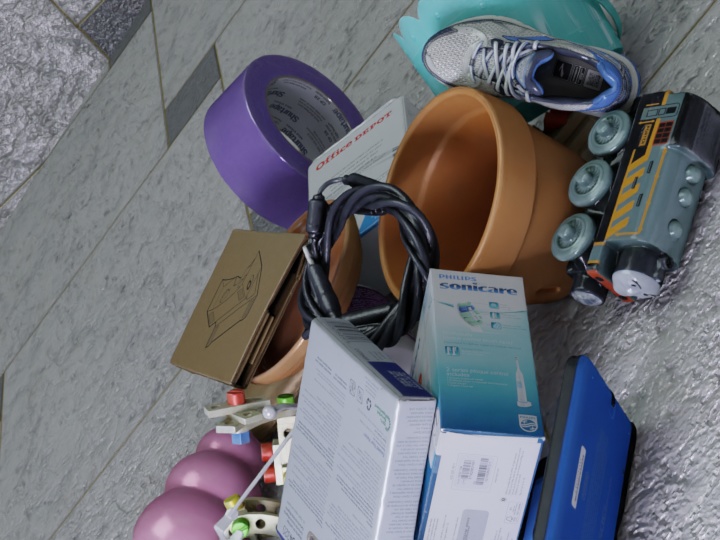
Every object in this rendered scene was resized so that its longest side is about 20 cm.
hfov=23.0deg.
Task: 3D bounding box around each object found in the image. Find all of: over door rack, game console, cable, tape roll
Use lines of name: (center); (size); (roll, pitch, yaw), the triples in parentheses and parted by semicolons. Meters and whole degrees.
over door rack: (-0.037, 0.187, 1.590); (0.147, 0.067, 0.201); (28, 86, 37)
game console: (0.136, 0.191, 1.353); (0.118, 0.171, 0.201); (-6, 51, 29)
cable: (0.000, 0.000, 1.575); (0.200, 0.051, 0.164); (25, 97, 53)
tape roll: (-0.082, -0.151, 2.094); (0.085, 0.199, 0.201); (-42, 28, 34)

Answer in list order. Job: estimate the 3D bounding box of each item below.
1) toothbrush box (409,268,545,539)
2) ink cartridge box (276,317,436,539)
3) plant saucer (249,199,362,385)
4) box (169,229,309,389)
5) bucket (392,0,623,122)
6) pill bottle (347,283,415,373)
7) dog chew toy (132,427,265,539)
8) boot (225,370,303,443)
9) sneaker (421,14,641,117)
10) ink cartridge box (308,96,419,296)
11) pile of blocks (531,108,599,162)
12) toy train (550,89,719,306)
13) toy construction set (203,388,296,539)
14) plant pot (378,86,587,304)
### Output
toothbrush box: (0.089, 0.117, 1.449); (0.201, 0.085, 0.147); (-90, 7, -51)
ink cartridge box: (-0.006, 0.164, 1.454); (0.196, 0.043, 0.201); (-141, 57, -62)
plant saucer: (-0.057, 0.026, 1.751); (0.200, 0.037, 0.201); (-45, 28, 32)
box: (-0.123, 0.035, 1.803); (0.164, 0.021, 0.200); (-65, 22, -8)
bucket: (0.146, -0.222, 1.703); (0.206, 0.135, 0.207); (-31, -5, -3)
pill bottle: (-0.003, 0.080, 1.766); (0.113, 0.112, 0.200); (-54, 24, 10)
dog chew toy: (-0.162, 0.250, 1.879); (0.124, 0.124, 0.201); (-31, 28, 47)
boot: (-0.081, 0.080, 1.986); (0.200, 0.066, 0.176); (-49, 24, 24)
sneaker: (0.147, -0.183, 1.565); (0.085, 0.199, 0.078); (-23, -58, -73)
ink cartridge box: (0.021, -0.074, 1.912); (0.146, 0.086, 0.201); (-36, 29, 22)
pile of blocks: (0.154, -0.102, 1.730); (0.200, 0.062, 0.082); (-40, 29, 38)
toy train: (0.238, -0.063, 1.498); (0.114, 0.085, 0.201); (-6, 56, 51)
toy construction set: (-0.091, 0.197, 1.740); (0.092, 0.130, 0.201); (-94, -2, -63)
plant pot: (0.125, -0.052, 1.590); (0.200, 0.139, 0.201); (-32, 52, 52)
